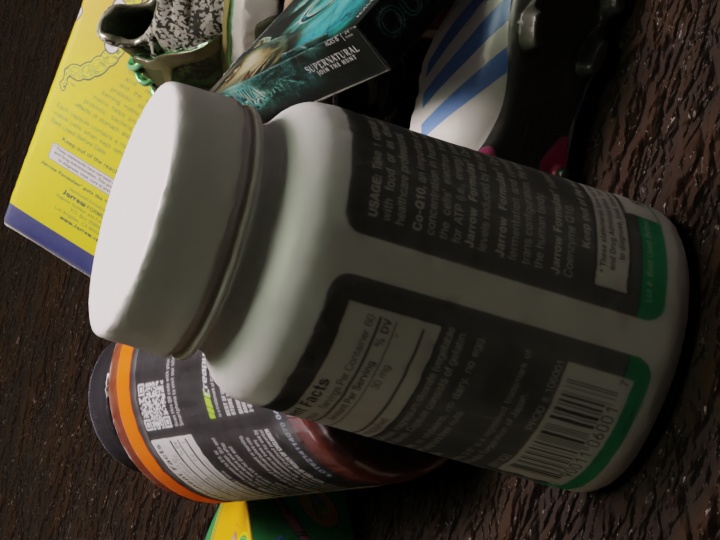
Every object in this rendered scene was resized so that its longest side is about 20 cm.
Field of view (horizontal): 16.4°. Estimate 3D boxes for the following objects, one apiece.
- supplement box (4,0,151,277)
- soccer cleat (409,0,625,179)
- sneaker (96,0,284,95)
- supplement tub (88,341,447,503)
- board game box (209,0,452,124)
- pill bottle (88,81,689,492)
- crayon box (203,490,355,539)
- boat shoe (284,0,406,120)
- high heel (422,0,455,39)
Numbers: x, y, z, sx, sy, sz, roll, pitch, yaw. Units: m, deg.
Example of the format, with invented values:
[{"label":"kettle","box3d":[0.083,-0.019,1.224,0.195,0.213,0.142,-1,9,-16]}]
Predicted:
[{"label":"supplement box","box3d":[-0.118,-0.100,1.516,0.109,0.109,0.201,-29,-34,-62]},{"label":"soccer cleat","box3d":[0.050,-0.050,1.055,0.086,0.070,0.201,10,76,62]},{"label":"sneaker","box3d":[-0.088,-0.112,1.246,0.200,0.088,0.077,108,172,-55]},{"label":"supplement tub","box3d":[-0.043,0.049,1.122,0.199,0.107,0.108,-12,62,52]},{"label":"board game box","box3d":[0.025,-0.143,1.099,0.200,0.028,0.135,-50,17,-30]},{"label":"pill bottle","box3d":[0.009,0.004,0.911,0.113,0.199,0.114,-163,90,-73]},{"label":"crayon box","box3d":[-0.043,0.195,1.148,0.200,0.058,0.119,-102,33,-58]},{"label":"boat shoe","box3d":[-0.009,-0.101,1.258,0.200,0.064,0.072,-90,2,-65]},{"label":"high heel","box3d":[0.033,-0.170,1.221,0.200,0.067,0.097,-117,35,-71]}]
